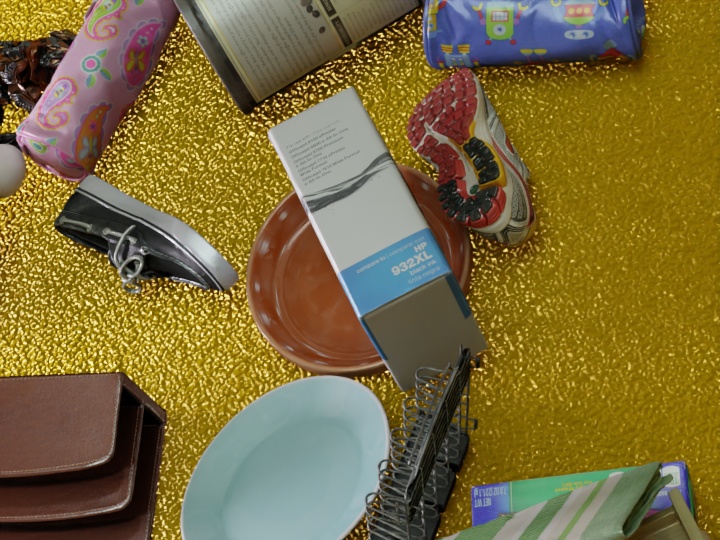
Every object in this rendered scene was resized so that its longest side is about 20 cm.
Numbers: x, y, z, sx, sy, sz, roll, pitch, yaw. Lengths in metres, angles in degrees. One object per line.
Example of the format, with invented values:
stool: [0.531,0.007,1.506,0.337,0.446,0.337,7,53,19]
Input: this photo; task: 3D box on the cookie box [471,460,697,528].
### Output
cookie box: [0.174,0.257,1.471,0.171,0.075,0.201,-9,63,14]

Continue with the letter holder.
letter holder: [-0.280,0.171,1.655,0.199,0.101,0.143,-3,65,17]

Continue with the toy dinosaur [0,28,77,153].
toy dinosaur: [-0.357,-0.168,1.872,0.200,0.102,0.136,-34,33,15]

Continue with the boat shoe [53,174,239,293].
boat shoe: [-0.194,-0.019,1.735,0.199,0.074,0.068,30,72,29]

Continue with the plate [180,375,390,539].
plate: [-0.057,0.173,1.595,0.200,0.026,0.201,-22,42,21]

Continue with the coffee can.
coffee can: [-0.057,-0.253,1.766,0.200,0.146,0.147,-31,59,2]

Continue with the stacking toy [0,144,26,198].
stacking toy: [-0.376,-0.040,1.780,0.146,0.146,0.200,32,69,29]

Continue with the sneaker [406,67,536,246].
sneaker: [0.097,-0.094,1.683,0.078,0.082,0.200,-35,41,22]

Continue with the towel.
towel: [0.116,0.195,1.388,0.200,0.153,0.023,-24,93,24]

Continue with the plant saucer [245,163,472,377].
plant saucer: [0.000,0.000,1.686,0.200,0.032,0.201,-7,63,14]

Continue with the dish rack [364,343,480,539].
dish rack: [0.044,0.147,1.497,0.054,0.200,0.154,16,63,11]

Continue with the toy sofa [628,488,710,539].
toy sofa: [0.166,0.249,1.397,0.200,0.098,0.083,-26,35,5]

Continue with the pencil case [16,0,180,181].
pencil case: [-0.244,-0.183,1.828,0.087,0.087,0.200,18,72,26]

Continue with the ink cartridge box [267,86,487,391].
ink cartridge box: [0.015,-0.025,1.591,0.084,0.145,0.200,-28,59,2]

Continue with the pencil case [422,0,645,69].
pencil case: [0.152,-0.222,1.714,0.199,0.078,0.087,-2,103,15]
